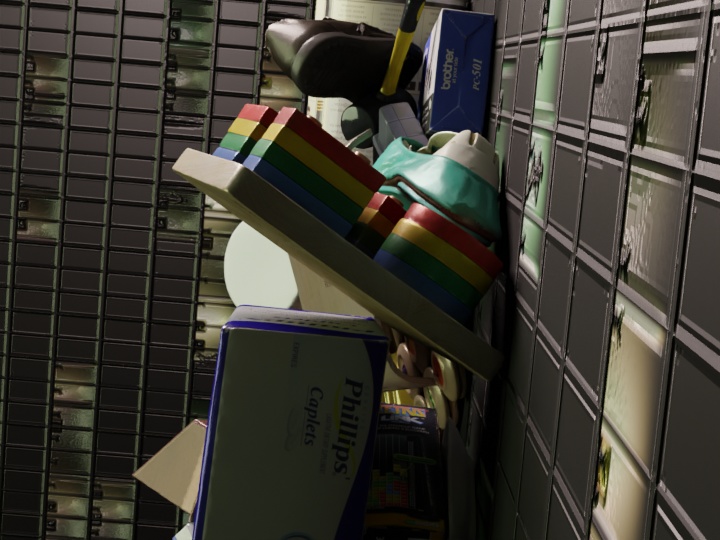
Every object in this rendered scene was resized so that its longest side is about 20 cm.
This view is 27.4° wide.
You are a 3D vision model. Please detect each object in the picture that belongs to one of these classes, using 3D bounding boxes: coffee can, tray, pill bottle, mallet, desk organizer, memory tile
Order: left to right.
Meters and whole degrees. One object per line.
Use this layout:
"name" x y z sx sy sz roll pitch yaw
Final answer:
"desk organizer" -0.078 0.153 1.175 0.200 0.077 0.072 13 -81 -51
"pill bottle" -0.022 -0.002 1.349 0.200 0.114 0.115 0 -84 -51
"coffee can" 0.022 -0.167 1.410 0.146 0.146 0.201 -92 7 -81
"mallet" 0.029 -0.182 1.170 0.066 0.041 0.200 -35 -29 -40
"memory tile" 0.038 0.036 1.176 0.153 0.017 0.200 98 155 -61
"tray" 0.059 0.209 1.023 0.108 0.022 0.200 -85 1 -52

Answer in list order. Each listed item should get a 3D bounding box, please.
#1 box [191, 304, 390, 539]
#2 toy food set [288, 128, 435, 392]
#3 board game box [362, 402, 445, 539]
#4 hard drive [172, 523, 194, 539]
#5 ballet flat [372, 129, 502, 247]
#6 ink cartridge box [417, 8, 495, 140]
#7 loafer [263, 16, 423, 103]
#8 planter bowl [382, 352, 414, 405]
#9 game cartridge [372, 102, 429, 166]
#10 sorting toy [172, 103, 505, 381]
"box" -0.048 0.121 0.971 0.200 0.105 0.185 -150 67 -87
"toy food set" 0.000 0.000 1.166 0.143 0.060 0.201 -17 88 67
"board game box" 0.020 0.218 1.024 0.165 0.056 0.201 -91 6 -68
"hard drive" -0.051 0.278 1.079 0.132 0.025 0.200 24 -151 -53
"ballet flat" 0.056 -0.065 1.008 0.071 0.067 0.200 -57 19 -2
"ink cartridge box" 0.074 -0.150 1.210 0.200 0.044 0.094 -169 85 -89
"loafer" -0.012 -0.183 1.233 0.073 0.071 0.200 -54 -21 14
"planter bowl" 0.009 0.148 1.329 0.200 0.083 0.201 178 90 -79
"game cartridge" 0.043 -0.023 1.200 0.200 0.038 0.130 89 158 -47
"sorting toy" -0.006 -0.028 0.934 0.070 0.199 0.200 -55 17 -3
